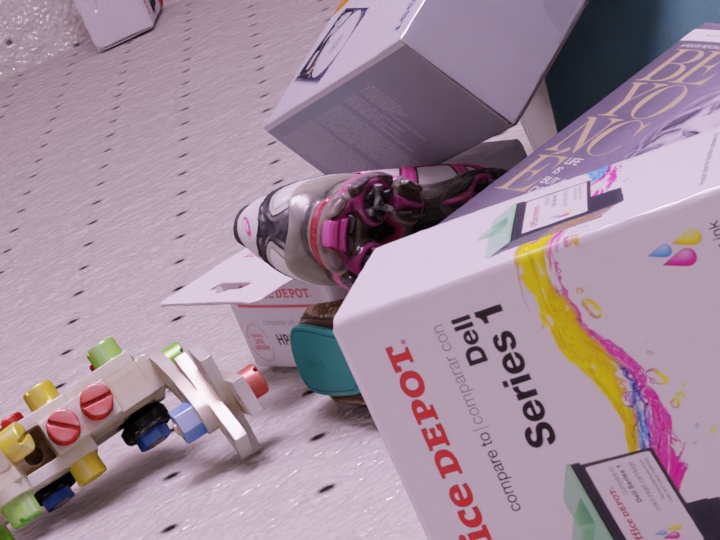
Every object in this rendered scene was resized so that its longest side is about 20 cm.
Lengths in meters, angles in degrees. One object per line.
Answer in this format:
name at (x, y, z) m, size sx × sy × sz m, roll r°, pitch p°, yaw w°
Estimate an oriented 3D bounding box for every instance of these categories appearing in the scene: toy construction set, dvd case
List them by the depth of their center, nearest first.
dvd case at (0.138, -0.054, 1.109) m, size 0.200 × 0.016 × 0.149 m, roll -37°, pitch 24°, yaw -22°
toy construction set at (-0.148, 0.083, 1.266) m, size 0.200 × 0.092 × 0.131 m, roll -19°, pitch -12°, yaw -9°

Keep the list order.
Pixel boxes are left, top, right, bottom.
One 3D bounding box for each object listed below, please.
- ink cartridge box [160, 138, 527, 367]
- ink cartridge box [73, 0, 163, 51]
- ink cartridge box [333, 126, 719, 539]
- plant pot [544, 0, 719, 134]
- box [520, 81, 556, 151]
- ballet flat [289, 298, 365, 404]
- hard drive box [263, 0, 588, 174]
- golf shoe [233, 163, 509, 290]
ink cartridge box at (0.000, 0.000, 1.379) m, size 0.200 × 0.068 × 0.115 m, roll -31°, pitch 15°, yaw -29°
ink cartridge box at (-0.331, -0.383, 3.198) m, size 0.085 × 0.148 × 0.200 m, roll -24°, pitch 15°, yaw 4°
ink cartridge box at (0.110, 0.038, 0.890) m, size 0.200 × 0.145 × 0.084 m, roll -19°, pitch 14°, yaw 20°
plant pot at (0.202, -0.131, 1.311) m, size 0.200 × 0.142 × 0.141 m, roll -22°, pitch -19°, yaw 33°
box at (0.192, -0.140, 1.560) m, size 0.200 × 0.078 × 0.095 m, roll -23°, pitch 15°, yaw 4°
ballet flat at (0.025, 0.039, 1.200) m, size 0.065 × 0.071 × 0.200 m, roll -19°, pitch 14°, yaw -18°
hard drive box at (0.048, -0.136, 1.304) m, size 0.156 × 0.077 × 0.200 m, roll -60°, pitch 14°, yaw -21°
golf shoe at (0.024, -0.023, 1.276) m, size 0.092 × 0.073 × 0.200 m, roll 7°, pitch 1°, yaw 43°
